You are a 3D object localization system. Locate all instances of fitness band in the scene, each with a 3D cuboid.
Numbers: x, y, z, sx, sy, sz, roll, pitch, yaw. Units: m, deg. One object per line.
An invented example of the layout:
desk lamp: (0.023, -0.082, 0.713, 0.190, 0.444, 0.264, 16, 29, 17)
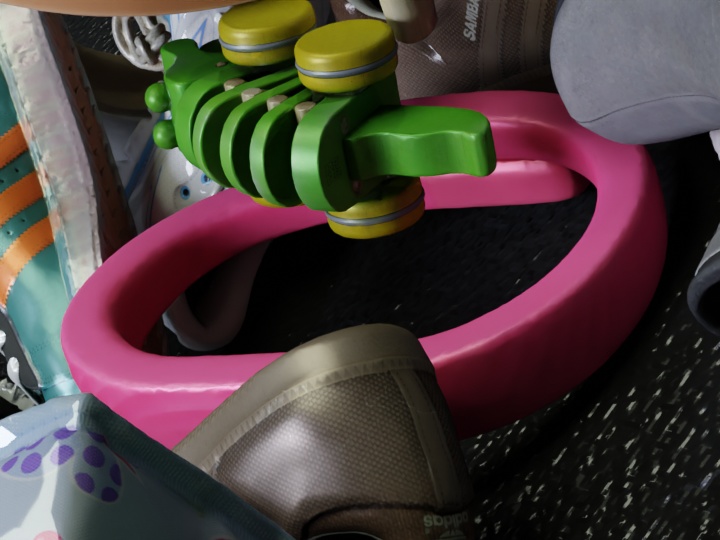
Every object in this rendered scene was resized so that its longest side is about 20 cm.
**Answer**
fitness band: (0.000, 0.000, 0.812, 0.199, 0.038, 0.144, -5, 34, 30)

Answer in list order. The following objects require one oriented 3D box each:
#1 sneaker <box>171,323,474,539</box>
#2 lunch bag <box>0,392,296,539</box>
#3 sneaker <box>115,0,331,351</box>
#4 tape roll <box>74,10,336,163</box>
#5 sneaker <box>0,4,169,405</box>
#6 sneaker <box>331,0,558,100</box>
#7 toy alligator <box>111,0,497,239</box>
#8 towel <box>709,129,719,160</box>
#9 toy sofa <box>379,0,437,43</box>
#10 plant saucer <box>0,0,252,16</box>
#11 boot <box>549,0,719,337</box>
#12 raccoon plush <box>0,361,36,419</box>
sneaker: (-0.038, 0.096, 0.743, 0.200, 0.070, 0.076, -49, 53, 43)
lunch bag: (-0.110, 0.148, 0.610, 0.199, 0.127, 0.170, -27, 41, 36)
sneaker: (-0.040, -0.062, 0.953, 0.087, 0.074, 0.201, -127, 44, -56)
tape roll: (-0.084, -0.119, 1.016, 0.202, 0.202, 0.071, -43, 22, 10)
sneaker: (-0.123, -0.007, 0.934, 0.079, 0.071, 0.201, -21, 63, 6)
sneaker: (0.065, -0.106, 0.868, 0.199, 0.075, 0.071, -25, 31, 43)
toy alligator: (-0.038, -0.049, 0.812, 0.054, 0.060, 0.199, -26, 29, -31)
towel: (0.183, -0.059, 0.658, 0.200, 0.032, 0.191, -41, 24, 16)
toy sofa: (0.094, -0.127, 0.756, 0.199, 0.083, 0.098, -16, 55, 4)
plant saucer: (-0.073, -0.152, 0.867, 0.199, 0.032, 0.201, 0, 40, 0)
boot: (0.101, -0.038, 0.652, 0.200, 0.070, 0.132, -24, 38, 53)
raccoon plush: (-0.146, 0.073, 1.002, 0.097, 0.134, 0.200, -41, -17, -3)
